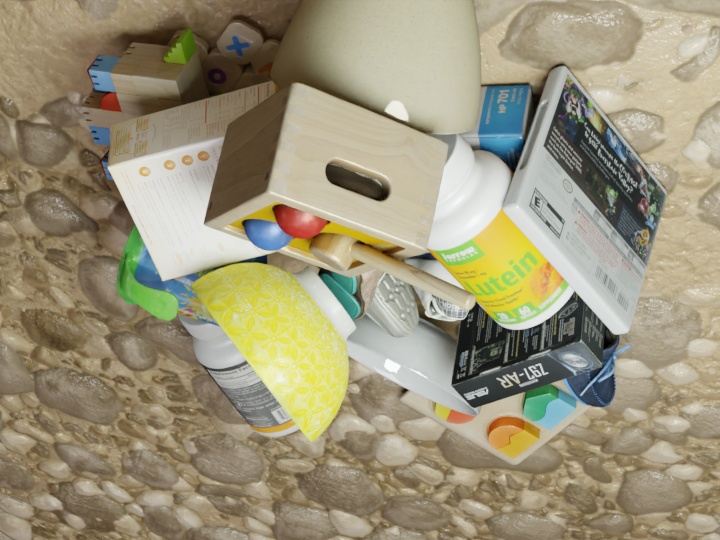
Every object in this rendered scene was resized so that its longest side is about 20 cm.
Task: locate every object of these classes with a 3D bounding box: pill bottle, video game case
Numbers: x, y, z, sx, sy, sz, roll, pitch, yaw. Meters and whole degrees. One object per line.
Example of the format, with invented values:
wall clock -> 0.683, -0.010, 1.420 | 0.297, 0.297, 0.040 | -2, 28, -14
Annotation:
pill bottle -> -0.127, 0.094, 1.857 | 0.115, 0.117, 0.201 | -12, 132, 25
pill bottle -> 0.118, -0.044, 1.523 | 0.110, 0.112, 0.200 | -23, 127, 33
video game case -> 0.224, -0.068, 1.546 | 0.023, 0.183, 0.200 | -13, 133, 43

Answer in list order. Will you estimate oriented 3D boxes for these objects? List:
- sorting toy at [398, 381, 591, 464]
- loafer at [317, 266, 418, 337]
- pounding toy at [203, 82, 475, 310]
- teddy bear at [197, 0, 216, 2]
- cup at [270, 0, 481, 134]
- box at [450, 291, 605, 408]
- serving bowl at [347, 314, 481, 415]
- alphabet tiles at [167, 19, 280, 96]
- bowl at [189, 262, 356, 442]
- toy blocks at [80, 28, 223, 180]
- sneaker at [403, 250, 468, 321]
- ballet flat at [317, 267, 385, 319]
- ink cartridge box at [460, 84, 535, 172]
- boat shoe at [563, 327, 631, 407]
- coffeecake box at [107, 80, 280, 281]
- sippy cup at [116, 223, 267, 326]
sorting toy -> 0.169, 0.159, 1.912 | 0.184, 0.037, 0.200 | 30, 135, -18
loafer -> -0.013, -0.008, 1.693 | 0.070, 0.070, 0.201 | -33, 96, 37
pounding toy -> -0.012, -0.051, 1.384 | 0.198, 0.144, 0.184 | 20, 163, -22
teddy bear -> -0.175, -0.328, 1.465 | 0.198, 0.067, 0.145 | 22, 147, -19
cup -> 0.029, -0.226, 1.442 | 0.198, 0.201, 0.145 | 14, 110, -1
box -> 0.181, 0.034, 1.653 | 0.159, 0.201, 0.044 | -22, 128, 31
serving bowl -> 0.059, 0.092, 1.806 | 0.198, 0.066, 0.200 | 26, 171, 5
alphabet tiles -> -0.121, -0.174, 1.642 | 0.198, 0.015, 0.196 | 27, 136, -15
bowl -> -0.069, 0.060, 1.570 | 0.107, 0.200, 0.201 | -39, 127, -5
toy blocks -> -0.221, -0.158, 1.617 | 0.135, 0.100, 0.201 | 10, 139, 21
sneaker -> 0.083, 0.014, 1.688 | 0.075, 0.082, 0.200 | -1, 178, -5
ballet flat -> 0.000, 0.000, 1.590 | 0.068, 0.067, 0.200 | 47, 165, 4
ink cartridge box -> 0.082, -0.107, 1.611 | 0.197, 0.086, 0.147 | 1, 137, 16
boat shoe -> 0.258, 0.085, 1.774 | 0.068, 0.085, 0.201 | 0, 140, 30
coffeecake box -> -0.125, -0.089, 1.537 | 0.198, 0.074, 0.154 | -14, 131, 8
sippy cup -> -0.174, -0.006, 1.698 | 0.129, 0.179, 0.140 | 25, 156, 11
